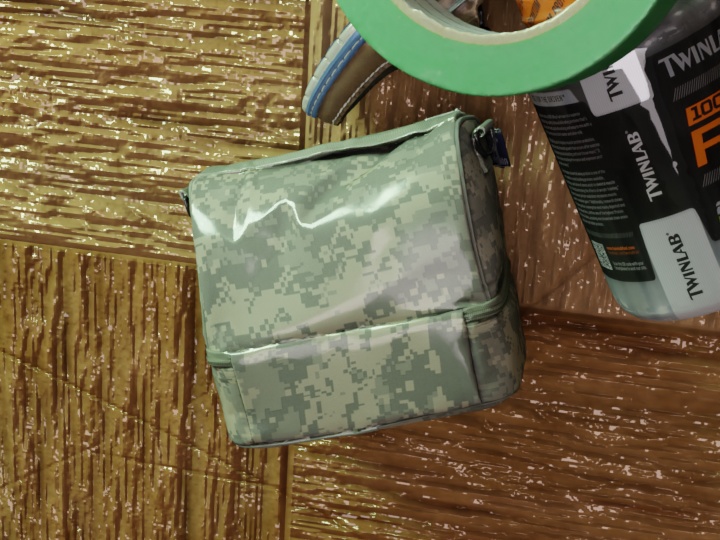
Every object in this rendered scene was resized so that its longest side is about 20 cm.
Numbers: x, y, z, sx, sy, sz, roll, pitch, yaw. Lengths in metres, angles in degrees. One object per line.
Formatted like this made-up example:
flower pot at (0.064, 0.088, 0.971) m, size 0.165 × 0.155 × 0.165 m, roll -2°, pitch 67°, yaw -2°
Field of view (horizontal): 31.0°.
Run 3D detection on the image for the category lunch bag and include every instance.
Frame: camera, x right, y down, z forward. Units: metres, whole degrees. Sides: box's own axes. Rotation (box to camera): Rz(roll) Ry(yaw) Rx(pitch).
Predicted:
lunch bag at (0.000, 0.000, 0.799) m, size 0.199 × 0.139 × 0.168 m, roll -10°, pitch 106°, yaw 15°

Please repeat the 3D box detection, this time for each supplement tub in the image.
supplement tub at (0.169, -0.083, 0.737) m, size 0.122 × 0.123 × 0.200 m, roll -20°, pitch 107°, yaw 18°

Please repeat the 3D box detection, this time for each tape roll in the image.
tape roll at (0.073, -0.189, 0.654) m, size 0.200 × 0.048 × 0.201 m, roll 5°, pitch 101°, yaw 24°

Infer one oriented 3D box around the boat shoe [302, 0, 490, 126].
boat shoe at (0.046, -0.152, 0.775) m, size 0.072 × 0.072 × 0.200 m, roll 42°, pitch 112°, yaw -5°
